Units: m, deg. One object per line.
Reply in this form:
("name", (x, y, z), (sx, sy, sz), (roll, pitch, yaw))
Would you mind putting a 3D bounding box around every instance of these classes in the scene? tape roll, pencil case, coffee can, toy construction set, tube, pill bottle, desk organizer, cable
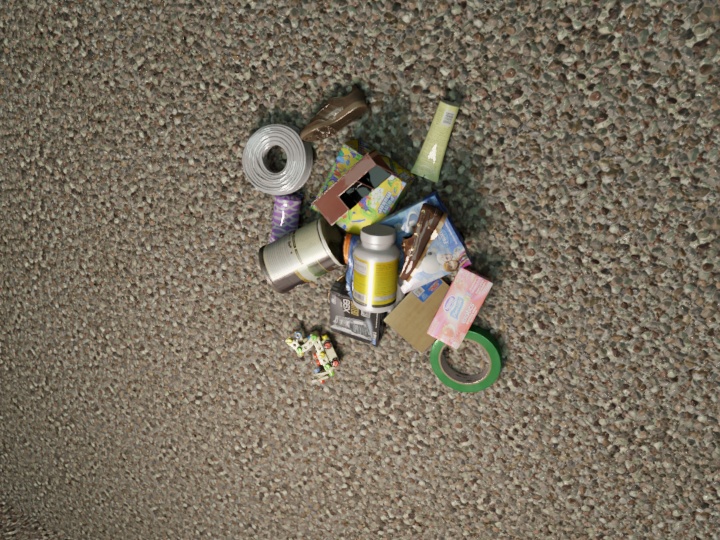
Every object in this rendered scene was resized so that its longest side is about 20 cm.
("tape roll", (0.303, 0.253, 1.484), (0.200, 0.048, 0.201), (7, 111, 17))
("pencil case", (-0.225, -0.135, 1.514), (0.085, 0.084, 0.200), (38, 123, 48))
("coffee can", (-0.155, -0.041, 1.406), (0.200, 0.146, 0.147), (-24, 100, 17))
("toy construction set", (-0.139, 0.272, 1.627), (0.131, 0.092, 0.200), (-23, 110, 1))
("tube", (0.192, -0.328, 1.310), (0.058, 0.052, 0.200), (50, 132, 45))
("pill bottle", (0.039, -0.006, 1.272), (0.112, 0.112, 0.200), (11, 115, 16))
("desk organizer", (-0.019, -0.205, 1.280), (0.200, 0.072, 0.077), (-37, 97, 26))
("cable", (-0.232, -0.311, 1.438), (0.199, 0.069, 0.201), (11, 99, 14))

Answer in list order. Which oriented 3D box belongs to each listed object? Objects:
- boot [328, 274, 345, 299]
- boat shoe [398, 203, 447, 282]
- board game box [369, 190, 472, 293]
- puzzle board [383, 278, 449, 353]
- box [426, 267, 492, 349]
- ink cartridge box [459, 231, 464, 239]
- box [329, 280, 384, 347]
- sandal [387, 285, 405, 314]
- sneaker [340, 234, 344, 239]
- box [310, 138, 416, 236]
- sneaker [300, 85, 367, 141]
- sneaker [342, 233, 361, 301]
("boot", (-0.029, 0.046, 1.512), (0.200, 0.075, 0.074), (-36, 97, 28))
("boat shoe", (0.135, -0.068, 1.244), (0.070, 0.070, 0.200), (24, 109, -5))
("board game box", (0.149, -0.067, 1.303), (0.199, 0.043, 0.200), (-26, 105, 24))
("puzzle board", (0.187, 0.117, 1.459), (0.151, 0.017, 0.200), (41, 102, -7))
("box", (0.265, 0.096, 1.380), (0.095, 0.103, 0.200), (27, 100, 8))
("ink cartridge box", (0.175, -0.055, 1.388), (0.200, 0.095, 0.037), (-14, 105, 24))
("box", (-0.009, 0.128, 1.504), (0.157, 0.050, 0.200), (18, 142, 12))
("sandal", (0.090, 0.077, 1.491), (0.050, 0.082, 0.203), (16, 126, 62))
("sneaker", (-0.112, -0.037, 1.514), (0.091, 0.078, 0.200), (41, 119, -3))
("box", (0.009, -0.211, 1.375), (0.192, 0.122, 0.200), (34, 117, 5))
("sneaker", (-0.077, -0.414, 1.367), (0.200, 0.070, 0.076), (-23, 75, 17))
("sneaker", (0.000, 0.000, 1.359), (0.078, 0.075, 0.200), (-2, 113, 8))
